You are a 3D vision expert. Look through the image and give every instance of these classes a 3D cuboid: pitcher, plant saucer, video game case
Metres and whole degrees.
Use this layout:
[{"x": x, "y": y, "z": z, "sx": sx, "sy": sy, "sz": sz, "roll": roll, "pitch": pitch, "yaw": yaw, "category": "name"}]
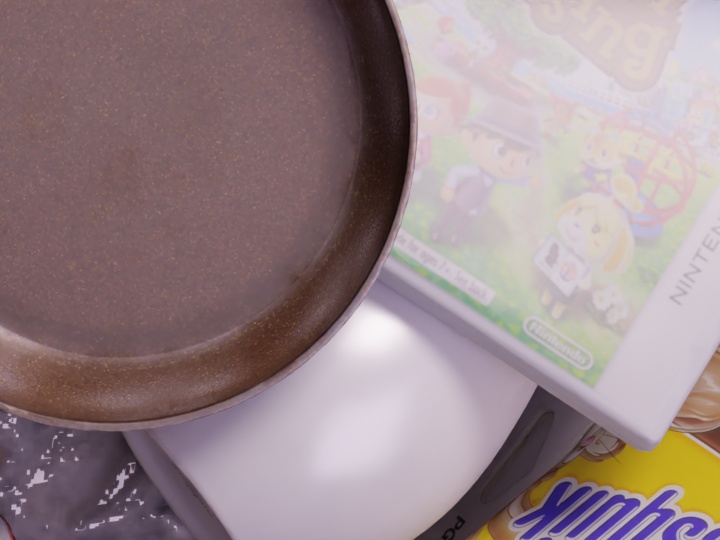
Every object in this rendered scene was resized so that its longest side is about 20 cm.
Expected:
[{"x": 0.000, "y": 0.000, "z": 1.015, "sx": 0.200, "sy": 0.121, "sz": 0.172, "roll": -38, "pitch": 97, "yaw": -14, "category": "pitcher"}, {"x": -0.081, "y": -0.049, "z": 0.924, "sx": 0.200, "sy": 0.032, "sz": 0.201, "roll": 0, "pitch": 98, "yaw": 3, "category": "plant saucer"}, {"x": 0.061, "y": -0.068, "z": 0.972, "sx": 0.200, "sy": 0.022, "sz": 0.182, "roll": 33, "pitch": 76, "yaw": -1, "category": "video game case"}]

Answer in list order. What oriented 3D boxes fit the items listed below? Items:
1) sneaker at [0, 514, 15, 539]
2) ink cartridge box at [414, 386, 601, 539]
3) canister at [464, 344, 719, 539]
[{"x": -0.207, "y": 0.157, "z": 0.977, "sx": 0.115, "sy": 0.078, "sz": 0.200, "roll": 27, "pitch": 79, "yaw": -29, "category": "sneaker"}, {"x": 0.109, "y": 0.109, "z": 1.146, "sx": 0.147, "sy": 0.083, "sz": 0.200, "roll": -52, "pitch": 129, "yaw": -1, "category": "ink cartridge box"}, {"x": 0.129, "y": 0.100, "z": 1.008, "sx": 0.200, "sy": 0.148, "sz": 0.087, "roll": -38, "pitch": 128, "yaw": -14, "category": "canister"}]
